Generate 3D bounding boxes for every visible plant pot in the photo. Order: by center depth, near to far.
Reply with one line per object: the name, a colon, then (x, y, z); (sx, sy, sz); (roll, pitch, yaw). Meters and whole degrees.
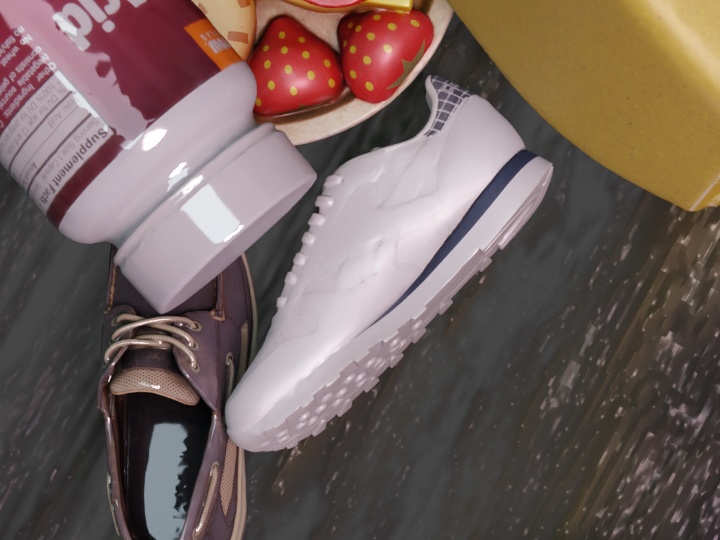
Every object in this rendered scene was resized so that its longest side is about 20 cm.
plant pot: (0.152, -0.145, 0.983); (0.194, 0.196, 0.201); (-27, 80, -13)

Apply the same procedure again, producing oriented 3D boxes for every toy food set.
toy food set: (-0.049, -0.159, 1.107); (0.199, 0.049, 0.199); (7, 86, 8)

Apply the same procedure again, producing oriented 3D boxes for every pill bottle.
pill bottle: (-0.119, -0.086, 1.027); (0.114, 0.114, 0.200); (-41, 89, 2)

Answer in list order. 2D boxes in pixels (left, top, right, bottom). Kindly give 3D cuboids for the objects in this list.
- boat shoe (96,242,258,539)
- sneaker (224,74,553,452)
boat shoe: (-0.087, 0.049, 1.079); (0.074, 0.073, 0.201); (-6, 84, 6)
sneaker: (0.000, 0.000, 1.075); (0.080, 0.076, 0.200); (43, 80, 7)
